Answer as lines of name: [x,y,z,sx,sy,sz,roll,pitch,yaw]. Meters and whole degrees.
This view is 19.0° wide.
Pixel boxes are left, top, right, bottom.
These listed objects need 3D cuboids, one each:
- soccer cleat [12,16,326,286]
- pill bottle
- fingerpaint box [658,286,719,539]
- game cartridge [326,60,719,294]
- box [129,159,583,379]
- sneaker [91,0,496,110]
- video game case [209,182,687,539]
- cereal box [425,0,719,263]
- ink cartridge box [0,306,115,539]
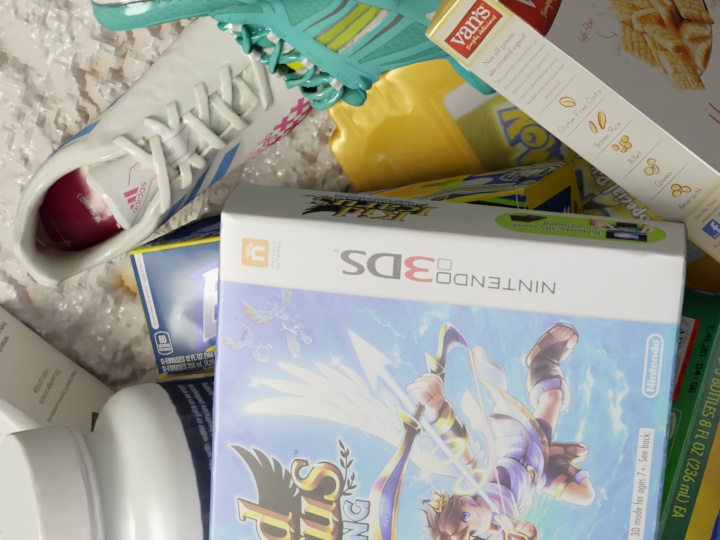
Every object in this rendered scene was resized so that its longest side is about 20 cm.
soccer cleat: [-0.080,-0.061,0.979,0.200,0.086,0.070,-40,103,18]
pill bottle: [-0.057,0.102,0.969,0.199,0.111,0.112,-5,114,-22]
fingerpaint box: [0.184,0.124,0.968,0.166,0.073,0.201,18,90,-26]
game cartridge: [0.105,-0.052,0.995,0.199,0.032,0.177,-31,106,15]
box: [0.000,0.000,0.974,0.199,0.070,0.065,-9,100,26]
sneaker: [-0.017,-0.106,0.908,0.199,0.077,0.080,-1,108,-21]
video game case: [0.031,0.073,0.862,0.180,0.045,0.201,5,108,7]
cereal box: [0.130,-0.081,0.886,0.200,0.144,0.040,37,128,-9]
ink cartridge box: [-0.150,0.140,1.069,0.200,0.084,0.146,38,111,-9]
